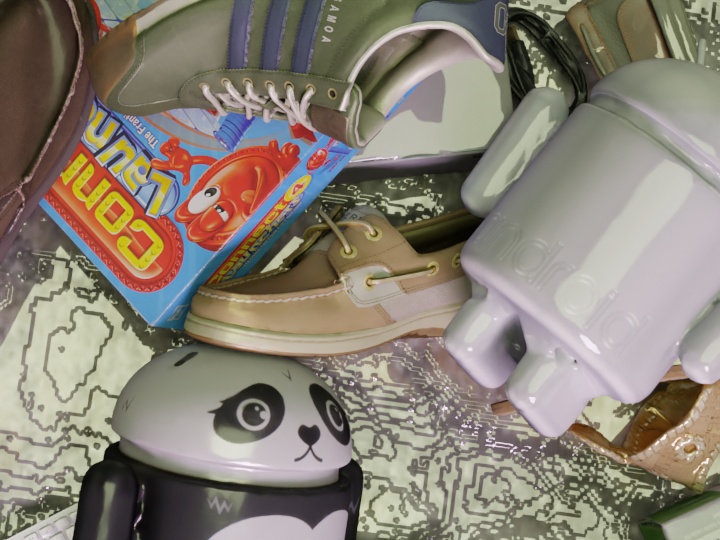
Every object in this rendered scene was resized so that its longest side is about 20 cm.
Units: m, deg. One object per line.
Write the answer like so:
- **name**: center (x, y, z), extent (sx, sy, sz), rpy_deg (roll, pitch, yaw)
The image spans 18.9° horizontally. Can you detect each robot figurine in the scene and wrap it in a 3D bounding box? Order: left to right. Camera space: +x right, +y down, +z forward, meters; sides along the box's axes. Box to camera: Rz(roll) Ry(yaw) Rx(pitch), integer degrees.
- **robot figurine**: center (-0.068, 0.135, 1.045), extent (0.124, 0.150, 0.201), rpy_deg (9, 95, 3)
- **robot figurine**: center (0.127, -0.018, 1.025), extent (0.169, 0.113, 0.200), rpy_deg (38, 86, 22)

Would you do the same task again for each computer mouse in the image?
- **computer mouse**: center (0.104, -0.042, 1.139), extent (0.058, 0.034, 0.201), rpy_deg (-9, 79, -15)

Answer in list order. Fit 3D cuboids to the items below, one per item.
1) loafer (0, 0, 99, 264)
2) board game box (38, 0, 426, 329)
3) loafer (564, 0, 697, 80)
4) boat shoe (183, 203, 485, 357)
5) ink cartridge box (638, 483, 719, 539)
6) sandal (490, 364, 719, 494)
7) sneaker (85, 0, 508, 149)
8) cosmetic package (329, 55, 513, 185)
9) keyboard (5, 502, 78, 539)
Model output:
- **loafer**: center (-0.178, -0.051, 1.002), extent (0.073, 0.071, 0.201), rpy_deg (20, 83, 3)
- **board game box**: center (-0.091, -0.109, 1.059), extent (0.200, 0.056, 0.196), rpy_deg (45, 101, 15)
- **loafer**: center (0.162, -0.056, 1.130), extent (0.063, 0.072, 0.201), rpy_deg (-17, 81, 9)
- **boat shoe**: center (0.000, 0.000, 1.067), extent (0.199, 0.074, 0.067), rpy_deg (-8, 106, -39)
- **ink cartridge box**: center (0.232, 0.200, 1.108), extent (0.103, 0.059, 0.201), rpy_deg (-23, 87, -7)
- **sandal**: center (0.176, 0.078, 1.109), extent (0.210, 0.078, 0.070), rpy_deg (-12, 87, -13)
- **sneaker**: center (-0.025, -0.093, 0.969), extent (0.199, 0.067, 0.090), rpy_deg (-22, 75, 13)
- **cosmetic package**: center (0.016, -0.148, 1.111), extent (0.106, 0.090, 0.201), rpy_deg (-4, 88, -5)
- **keyboard**: center (-0.126, 0.140, 1.106), extent (0.199, 0.011, 0.057), rpy_deg (-27, 88, -7)
